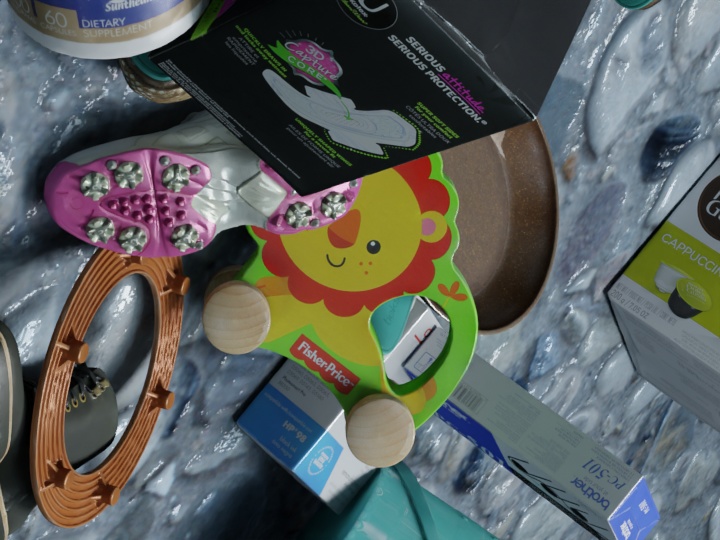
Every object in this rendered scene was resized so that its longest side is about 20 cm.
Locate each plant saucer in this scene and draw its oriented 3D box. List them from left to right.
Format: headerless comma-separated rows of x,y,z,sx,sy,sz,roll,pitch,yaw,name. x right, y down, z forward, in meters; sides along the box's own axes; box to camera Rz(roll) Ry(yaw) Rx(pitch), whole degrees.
0.072,-0.053,1.379,0.200,0.036,0.202,10,77,-48,plant saucer

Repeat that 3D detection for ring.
-0.151,0.066,1.205,0.200,0.019,0.202,15,90,-73,ring

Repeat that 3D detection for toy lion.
0.000,0.000,1.277,0.192,0.200,0.069,-50,-171,9,toy lion

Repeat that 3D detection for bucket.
0.014,0.258,1.530,0.208,0.135,0.207,-49,-173,9,bucket

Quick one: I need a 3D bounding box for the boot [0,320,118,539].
-0.203,0.073,1.178,0.138,0.077,0.201,-38,157,-38,boot

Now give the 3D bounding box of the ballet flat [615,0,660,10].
0.234,-0.287,1.416,0.068,0.068,0.201,-37,148,-42,ballet flat

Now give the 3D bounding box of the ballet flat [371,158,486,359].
0.024,-0.013,1.396,0.070,0.069,0.201,86,28,-49,ballet flat

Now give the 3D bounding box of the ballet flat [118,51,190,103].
-0.066,-0.172,1.125,0.200,0.071,0.065,-41,176,-15,ballet flat

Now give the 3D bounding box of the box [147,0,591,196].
0.013,-0.148,0.996,0.124,0.199,0.149,41,60,-25,box

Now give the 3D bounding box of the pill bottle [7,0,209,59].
-0.132,-0.210,0.923,0.111,0.111,0.201,-37,147,-26,pill bottle

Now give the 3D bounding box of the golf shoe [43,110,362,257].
-0.101,-0.060,1.172,0.198,0.092,0.076,-5,122,-24,golf shoe

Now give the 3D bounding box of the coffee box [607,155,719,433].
0.385,0.041,1.840,0.198,0.199,0.200,-49,150,-9,coffee box

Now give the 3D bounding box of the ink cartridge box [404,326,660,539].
0.127,0.128,1.425,0.044,0.200,0.094,-48,151,-10,ink cartridge box

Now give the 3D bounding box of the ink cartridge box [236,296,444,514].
0.008,0.077,1.473,0.200,0.067,0.116,-50,151,-7,ink cartridge box
